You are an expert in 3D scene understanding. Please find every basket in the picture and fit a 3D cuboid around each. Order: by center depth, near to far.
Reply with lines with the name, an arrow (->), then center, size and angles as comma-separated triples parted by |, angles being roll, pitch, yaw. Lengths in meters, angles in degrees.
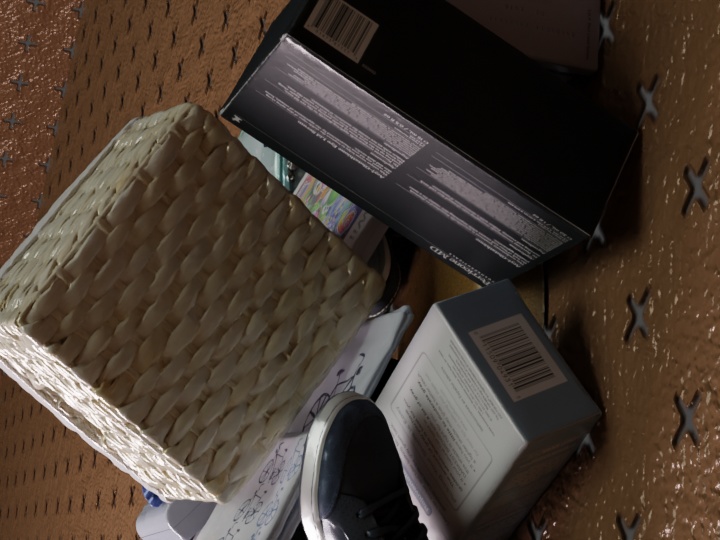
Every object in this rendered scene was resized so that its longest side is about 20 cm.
basket -> -0.118, 0.023, 1.168 | 0.201, 0.198, 0.161 | -52, 16, -17

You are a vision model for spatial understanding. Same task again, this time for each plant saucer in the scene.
plant saucer -> 0.063, 0.043, 1.153 | 0.200, 0.035, 0.203 | -173, 90, -73

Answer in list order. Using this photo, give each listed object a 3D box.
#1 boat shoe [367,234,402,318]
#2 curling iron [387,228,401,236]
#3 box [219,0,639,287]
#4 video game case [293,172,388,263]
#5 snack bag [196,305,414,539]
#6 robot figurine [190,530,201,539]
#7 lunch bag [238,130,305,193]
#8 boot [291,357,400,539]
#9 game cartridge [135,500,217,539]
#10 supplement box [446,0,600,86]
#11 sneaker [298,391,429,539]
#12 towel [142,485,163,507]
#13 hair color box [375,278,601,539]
boat shoe -> 0.000, 0.000, 1.337 | 0.076, 0.060, 0.200 | -52, 21, 4
curling iron -> 0.045, -0.042, 1.243 | 0.050, 0.026, 0.200 | -42, 0, -14
box -> 0.035, -0.084, 1.007 | 0.079, 0.199, 0.141 | -62, 11, -23
video game case -> 0.006, -0.083, 1.324 | 0.144, 0.018, 0.200 | -58, 19, 1
snack bag -> -0.042, 0.109, 1.149 | 0.201, 0.021, 0.188 | -60, 11, -14
robot figurine -> -0.074, 0.239, 1.349 | 0.150, 0.125, 0.200 | -40, 11, -9
lunch bag -> -0.069, -0.054, 1.536 | 0.200, 0.076, 0.162 | 134, 140, -62
boot -> -0.035, 0.156, 1.178 | 0.139, 0.077, 0.201 | 122, 171, -60
game cartridge -> -0.092, 0.138, 1.409 | 0.200, 0.042, 0.133 | -45, 1, -22
supplement box -> 0.061, -0.133, 1.114 | 0.200, 0.108, 0.062 | 151, 125, -67
sneaker -> 0.043, 0.171, 0.985 | 0.145, 0.077, 0.205 | 7, 112, 42
towel -> -0.133, 0.085, 1.406 | 0.147, 0.024, 0.200 | -51, 23, 14
hair color box -> 0.056, 0.108, 1.052 | 0.099, 0.060, 0.201 | 57, 143, 24
